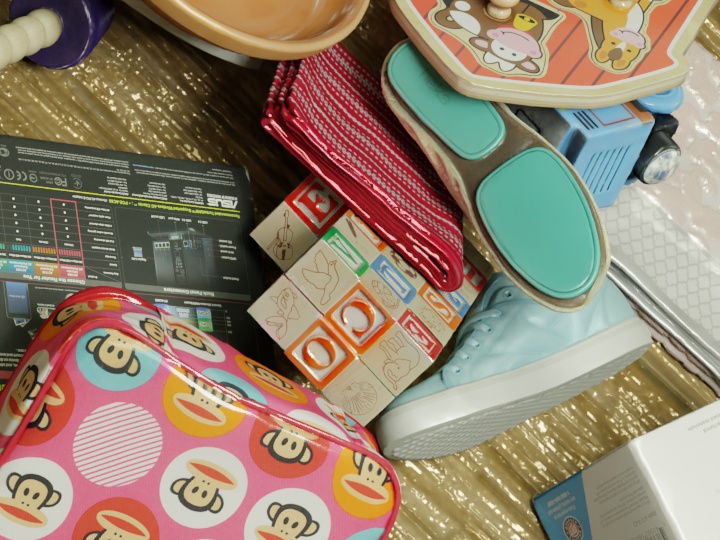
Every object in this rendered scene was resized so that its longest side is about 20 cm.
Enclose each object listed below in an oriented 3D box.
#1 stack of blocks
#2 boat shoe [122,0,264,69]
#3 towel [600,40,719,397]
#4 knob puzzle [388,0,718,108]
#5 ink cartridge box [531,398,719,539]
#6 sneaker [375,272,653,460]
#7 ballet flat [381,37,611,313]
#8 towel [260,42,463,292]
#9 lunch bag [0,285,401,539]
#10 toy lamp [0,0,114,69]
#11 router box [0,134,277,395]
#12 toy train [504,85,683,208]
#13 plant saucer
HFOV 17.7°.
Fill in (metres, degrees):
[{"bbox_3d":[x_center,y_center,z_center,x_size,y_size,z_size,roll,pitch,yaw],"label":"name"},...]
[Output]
[{"bbox_3d":[0.000,0.000,1.270,0.115,0.059,0.200,46,18,-2],"label":"stack of blocks"},{"bbox_3d":[-0.123,-0.187,1.325,0.199,0.071,0.064,33,99,-25],"label":"boat shoe"},{"bbox_3d":[0.213,-0.045,1.466,0.200,0.032,0.191,41,59,-5],"label":"towel"},{"bbox_3d":[0.103,-0.161,1.348,0.218,0.031,0.220,9,42,-8],"label":"knob puzzle"},{"bbox_3d":[0.214,0.182,1.319,0.125,0.129,0.201,-21,80,-29],"label":"ink cartridge box"},{"bbox_3d":[0.076,0.048,1.350,0.199,0.074,0.082,-19,71,-38],"label":"sneaker"},{"bbox_3d":[0.081,-0.053,1.312,0.067,0.062,0.201,-32,65,-2],"label":"ballet flat"},{"bbox_3d":[0.009,-0.072,1.312,0.145,0.022,0.200,43,18,-13],"label":"towel"},{"bbox_3d":[-0.097,0.123,1.141,0.199,0.082,0.177,30,98,-19],"label":"lunch bag"},{"bbox_3d":[-0.195,-0.124,1.261,0.058,0.058,0.200,49,28,1],"label":"toy lamp"},{"bbox_3d":[-0.142,0.014,1.239,0.199,0.062,0.151,6,66,-39],"label":"router box"},{"bbox_3d":[0.106,-0.120,1.386,0.114,0.087,0.200,-13,52,-39],"label":"toy train"},{"bbox_3d":[-0.082,-0.199,1.297,0.199,0.037,0.201,23,48,-28],"label":"plant saucer"}]
